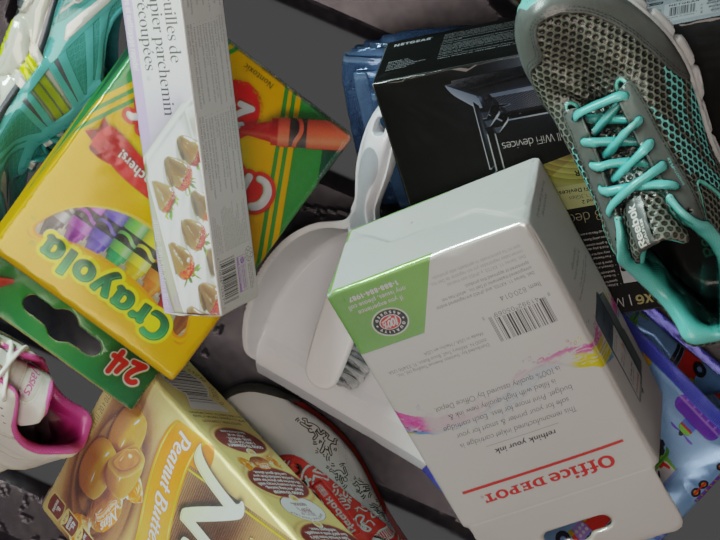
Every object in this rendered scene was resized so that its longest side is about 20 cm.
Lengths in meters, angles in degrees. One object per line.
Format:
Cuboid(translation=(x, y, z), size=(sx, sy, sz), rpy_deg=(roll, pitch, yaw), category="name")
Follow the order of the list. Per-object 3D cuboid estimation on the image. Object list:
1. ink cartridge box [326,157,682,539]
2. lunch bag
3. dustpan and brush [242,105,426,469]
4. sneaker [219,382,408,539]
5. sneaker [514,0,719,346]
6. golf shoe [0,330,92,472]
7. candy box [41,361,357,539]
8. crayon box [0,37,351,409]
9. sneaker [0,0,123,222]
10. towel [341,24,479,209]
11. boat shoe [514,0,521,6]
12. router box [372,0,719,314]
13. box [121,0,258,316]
Cuboid(translation=(0.082, 0.056, 1.093), size=(0.116, 0.068, 0.201), rpy_deg=(-20, 116, 21), category="ink cartridge box")
Cuboid(translation=(0.104, 0.072, 1.188), size=(0.200, 0.094, 0.151), rpy_deg=(43, 108, 7), category="lunch bag")
Cuboid(translation=(0.000, 0.000, 1.159), size=(0.139, 0.057, 0.202), rpy_deg=(28, 113, 27), category="dustpan and brush")
Cuboid(translation=(-0.020, 0.157, 1.208), size=(0.067, 0.108, 0.202), rpy_deg=(-37, 96, 15), category="sneaker")
Cuboid(translation=(0.138, -0.048, 1.003), size=(0.077, 0.091, 0.201), rpy_deg=(-28, 112, 24), category="sneaker")
Cuboid(translation=(-0.221, 0.045, 1.174), size=(0.091, 0.076, 0.200), rpy_deg=(0, 146, 29), category="golf shoe")
Cuboid(translation=(-0.089, 0.149, 1.187), size=(0.200, 0.055, 0.116), rpy_deg=(43, 111, 37), category="candy box")
Cuboid(translation=(-0.114, -0.033, 1.156), size=(0.127, 0.051, 0.201), rpy_deg=(35, 91, -13), category="crayon box")
Cuboid(translation=(-0.173, -0.097, 1.186), size=(0.079, 0.078, 0.201), rpy_deg=(24, 106, -8), category="sneaker")
Cuboid(translation=(0.094, -0.081, 1.144), size=(0.198, 0.049, 0.112), rpy_deg=(-4, 129, 12), category="towel")
Cuboid(translation=(0.095, -0.192, 1.125), size=(0.073, 0.063, 0.202), rpy_deg=(-26, 103, 12), category="boat shoe")
Cuboid(translation=(0.123, -0.056, 1.087), size=(0.198, 0.052, 0.158), rpy_deg=(-9, 118, 17), category="router box")
Cuboid(translation=(-0.089, -0.077, 1.092), size=(0.038, 0.041, 0.202), rpy_deg=(2, 108, 30), category="box")
